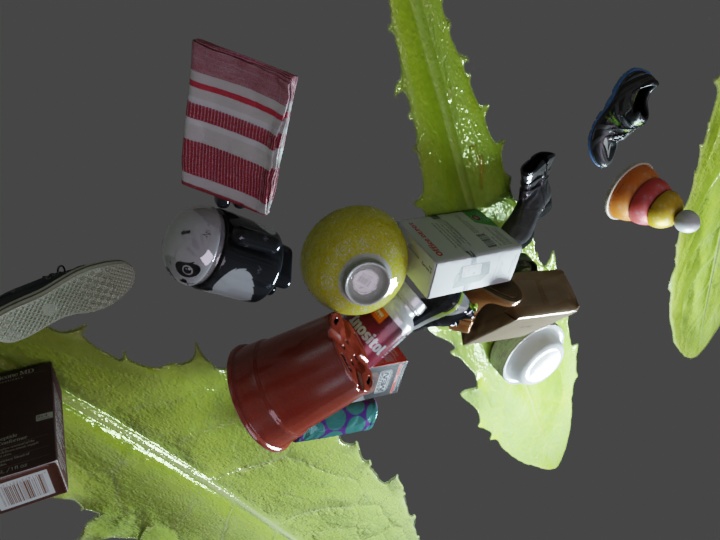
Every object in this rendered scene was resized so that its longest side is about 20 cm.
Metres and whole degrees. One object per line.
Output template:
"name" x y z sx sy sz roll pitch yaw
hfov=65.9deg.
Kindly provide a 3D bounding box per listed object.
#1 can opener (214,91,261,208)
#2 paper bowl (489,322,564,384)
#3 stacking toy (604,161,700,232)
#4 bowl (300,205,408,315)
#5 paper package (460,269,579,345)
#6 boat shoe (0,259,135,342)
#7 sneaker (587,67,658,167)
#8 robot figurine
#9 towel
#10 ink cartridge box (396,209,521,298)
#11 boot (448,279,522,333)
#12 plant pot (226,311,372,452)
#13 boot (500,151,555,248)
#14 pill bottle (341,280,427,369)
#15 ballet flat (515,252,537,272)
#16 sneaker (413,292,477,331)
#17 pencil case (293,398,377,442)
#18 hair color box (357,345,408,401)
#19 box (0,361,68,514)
"can opener" -0.167 -0.175 0.778 0.053 0.067 0.202 -2 120 -30
"paper bowl" 0.446 0.215 1.448 0.198 0.105 0.203 -18 132 -20
"stacking toy" 0.670 -0.141 1.251 0.144 0.200 0.148 -17 131 -20
"bowl" 0.000 0.000 0.954 0.197 0.108 0.203 -5 115 -12
"paper package" 0.335 0.083 1.224 0.198 0.105 0.190 -3 157 -32
"boat shoe" -0.419 0.032 0.781 0.199 0.062 0.076 -29 131 -33
"sneaker" 0.528 -0.301 1.120 0.070 0.083 0.202 -1 123 -32
"robot figurine" -0.196 -0.020 0.836 0.198 0.125 0.151 20 111 -41
"towel" -0.170 -0.184 0.740 0.142 0.023 0.202 21 121 5
"ink cartridge box" 0.177 -0.037 1.052 0.197 0.146 0.085 -10 130 -26
"boot" 0.232 0.070 1.142 0.073 0.198 0.157 -31 134 -39
"plant pot" -0.094 0.181 0.967 0.193 0.202 0.201 -27 137 14
"boot" 0.324 -0.142 1.098 0.200 0.069 0.133 -51 143 -35
"pill bottle" 0.030 0.108 1.090 0.200 0.113 0.113 -43 135 2
"ballet flat" 0.310 -0.003 1.220 0.197 0.064 0.068 -6 124 -29
"sneaker" 0.158 0.096 1.120 0.082 0.200 0.072 33 61 -15
"pencil case" -0.063 0.318 1.209 0.197 0.092 0.087 1 89 -32
"hair color box" -0.004 0.226 1.195 0.197 0.061 0.103 -5 126 -29
"box" -0.481 0.232 0.792 0.099 0.200 0.076 -13 127 -24
